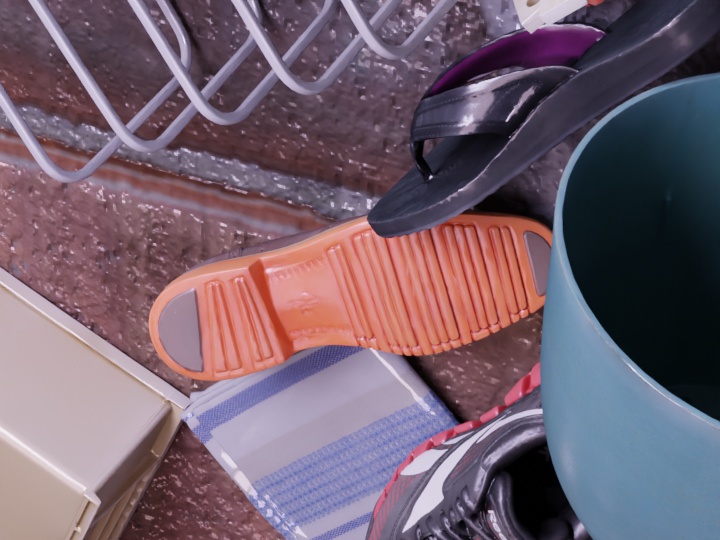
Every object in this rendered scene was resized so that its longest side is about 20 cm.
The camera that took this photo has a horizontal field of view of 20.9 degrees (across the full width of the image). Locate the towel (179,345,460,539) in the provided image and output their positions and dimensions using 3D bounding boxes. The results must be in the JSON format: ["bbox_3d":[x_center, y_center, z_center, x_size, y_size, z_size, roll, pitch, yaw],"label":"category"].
[{"bbox_3d":[0.012,0.118,1.033,0.147,0.024,0.200,-30,105,38],"label":"towel"}]

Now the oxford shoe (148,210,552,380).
[{"bbox_3d":[0.000,0.000,0.934,0.200,0.073,0.071,-8,108,13],"label":"oxford shoe"}]

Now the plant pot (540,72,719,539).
[{"bbox_3d":[0.162,0.045,0.788,0.200,0.201,0.161,25,140,13],"label":"plant pot"}]

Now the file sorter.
[{"bbox_3d":[-0.061,-0.136,0.820,0.200,0.139,0.125,-16,115,37],"label":"file sorter"}]

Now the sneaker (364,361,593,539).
[{"bbox_3d":[0.064,0.111,0.931,0.071,0.098,0.200,43,125,-10],"label":"sneaker"}]

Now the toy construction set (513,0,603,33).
[{"bbox_3d":[0.059,-0.167,0.729,0.200,0.131,0.092,35,-172,-44],"label":"toy construction set"}]

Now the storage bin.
[{"bbox_3d":[-0.229,0.103,1.115,0.200,0.094,0.199,34,133,4],"label":"storage bin"}]

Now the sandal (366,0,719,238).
[{"bbox_3d":[0.072,-0.081,0.827,0.200,0.075,0.048,-34,106,32],"label":"sandal"}]
